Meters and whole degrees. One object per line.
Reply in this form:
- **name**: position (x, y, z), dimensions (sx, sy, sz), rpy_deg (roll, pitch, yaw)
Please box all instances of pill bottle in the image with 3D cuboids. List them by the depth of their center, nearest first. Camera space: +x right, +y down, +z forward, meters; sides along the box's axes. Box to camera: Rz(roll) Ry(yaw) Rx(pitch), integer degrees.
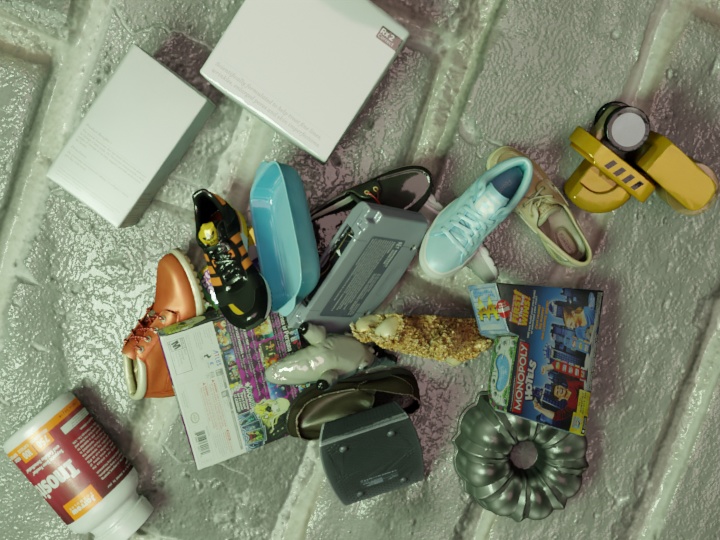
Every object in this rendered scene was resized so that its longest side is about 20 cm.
- **pill bottle**: position (-0.372, 0.272, 1.192), dimensions (0.112, 0.113, 0.201), rpy_deg (-39, 96, 0)

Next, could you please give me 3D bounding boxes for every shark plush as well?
- **shark plush**: position (-0.033, 0.115, 1.197), dimensions (0.083, 0.198, 0.092), rpy_deg (-42, 71, 41)

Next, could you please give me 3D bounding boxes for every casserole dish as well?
- **casserole dish**: position (-0.095, -0.042, 1.128), dimensions (0.038, 0.121, 0.203), rpy_deg (-2, 70, -28)

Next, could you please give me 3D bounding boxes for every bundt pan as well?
- **bundt pan**: position (0.230, 0.259, 1.250), dimensions (0.198, 0.076, 0.206), rpy_deg (0, 94, -3)

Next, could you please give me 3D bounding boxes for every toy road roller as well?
- **toy road roller**: position (0.366, -0.126, 1.208), dimensions (0.199, 0.123, 0.147), rpy_deg (37, 105, -4)

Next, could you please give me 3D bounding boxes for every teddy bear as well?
- **teddy bear**: position (0.082, 0.092, 1.186), dimensions (0.143, 0.198, 0.068), rpy_deg (0, 84, 41)

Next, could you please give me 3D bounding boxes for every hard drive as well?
- **hard drive**: position (0.015, 0.245, 1.192), dimensions (0.133, 0.201, 0.043), rpy_deg (-18, 53, -2)

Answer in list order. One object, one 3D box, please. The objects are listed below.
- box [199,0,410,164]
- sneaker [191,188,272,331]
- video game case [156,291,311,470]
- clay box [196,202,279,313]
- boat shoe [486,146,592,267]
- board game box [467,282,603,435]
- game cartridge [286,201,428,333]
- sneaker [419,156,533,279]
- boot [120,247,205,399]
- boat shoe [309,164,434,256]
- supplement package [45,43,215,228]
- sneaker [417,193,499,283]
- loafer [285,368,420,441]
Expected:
- **box**: position (-0.072, -0.276, 1.158), dimensions (0.198, 0.131, 0.202), rpy_deg (34, 92, -5)
- **sneaker**: position (-0.174, -0.016, 1.126), dimensions (0.069, 0.090, 0.202), rpy_deg (-29, 54, 10)
- **video game case**: position (-0.160, 0.144, 1.188), dimensions (0.179, 0.036, 0.203), rpy_deg (-19, 112, -17)
- **clay box**: position (-0.140, 0.007, 1.218), dimensions (0.200, 0.048, 0.115), rpy_deg (-42, 95, 0)
- **boat shoe**: position (0.251, -0.088, 1.226), dimensions (0.072, 0.065, 0.201), rpy_deg (-37, 96, 0)
- **board game box**: position (0.223, 0.097, 1.176), dimensions (0.198, 0.061, 0.204), rpy_deg (20, 73, -30)
- **game cartridge**: position (0.000, 0.000, 1.165), dimensions (0.132, 0.041, 0.201), rpy_deg (10, 124, -44)
- **sneaker**: position (0.149, -0.077, 1.145), dimensions (0.074, 0.082, 0.201), rpy_deg (39, 75, 6)
- **boot**: position (-0.264, 0.074, 1.175), dimensions (0.106, 0.074, 0.204), rpy_deg (-7, 102, -38)
- **boat shoe**: position (0.009, -0.077, 1.165), dimensions (0.199, 0.063, 0.075), rpy_deg (-27, 90, -1)
- **supplement package**: position (-0.294, -0.171, 1.159), dimensions (0.116, 0.117, 0.201), rpy_deg (36, 92, -5)
- **sneaker**: position (0.105, -0.046, 1.225), dimensions (0.199, 0.075, 0.082), rpy_deg (42, 98, 6)
- **loafer**: position (-0.005, 0.184, 1.207), dimensions (0.197, 0.071, 0.074), rpy_deg (-16, 112, -15)
